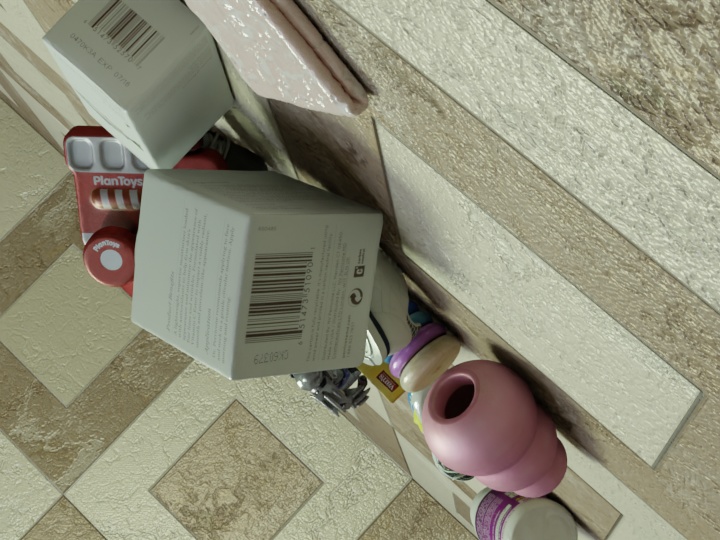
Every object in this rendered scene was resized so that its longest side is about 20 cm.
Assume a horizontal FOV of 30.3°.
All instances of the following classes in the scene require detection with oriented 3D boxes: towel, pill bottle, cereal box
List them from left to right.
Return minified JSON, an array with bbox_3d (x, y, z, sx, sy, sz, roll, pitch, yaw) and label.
[{"bbox_3d":[-0.094,-0.202,1.057,0.191,0.032,0.200,48,171,-26],"label":"towel"},{"bbox_3d":[0.010,0.079,1.645,0.144,0.040,0.200,45,-169,-3],"label":"cereal box"},{"bbox_3d":[0.233,0.376,1.963,0.112,0.112,0.200,46,170,-12],"label":"pill bottle"}]

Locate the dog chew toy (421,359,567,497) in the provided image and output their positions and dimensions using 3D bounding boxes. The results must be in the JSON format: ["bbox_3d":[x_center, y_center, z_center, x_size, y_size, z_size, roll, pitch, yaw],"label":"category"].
[{"bbox_3d":[0.155,0.182,1.437,0.200,0.125,0.124,41,174,-38],"label":"dog chew toy"}]

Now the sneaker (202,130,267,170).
[{"bbox_3d":[-0.190,-0.148,1.494,0.199,0.075,0.116,10,143,-17],"label":"sneaker"}]

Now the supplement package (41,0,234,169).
[{"bbox_3d":[-0.216,-0.197,1.327,0.117,0.117,0.200,40,171,11],"label":"supplement package"}]

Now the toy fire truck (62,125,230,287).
[{"bbox_3d":[-0.223,-0.078,1.463,0.112,0.199,0.169,-69,-22,-62],"label":"toy fire truck"}]

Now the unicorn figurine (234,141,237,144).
[{"bbox_3d":[-0.215,-0.135,1.645,0.199,0.138,0.074,14,158,35],"label":"unicorn figurine"}]

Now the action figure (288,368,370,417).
[{"bbox_3d":[-0.043,0.112,1.593,0.130,0.069,0.200,54,-173,4],"label":"action figure"}]

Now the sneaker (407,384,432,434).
[{"bbox_3d":[0.092,0.184,1.833,0.105,0.076,0.200,38,170,34],"label":"sneaker"}]

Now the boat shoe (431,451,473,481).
[{"bbox_3d":[0.151,0.277,2.000,0.068,0.073,0.200,55,170,38],"label":"boat shoe"}]

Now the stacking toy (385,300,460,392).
[{"bbox_3d":[0.023,0.043,1.534,0.200,0.085,0.085,48,173,19],"label":"stacking toy"}]

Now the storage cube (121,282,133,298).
[{"bbox_3d":[-0.166,-0.003,1.667,0.200,0.171,0.180,-4,137,50],"label":"storage cube"}]

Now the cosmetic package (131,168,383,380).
[{"bbox_3d":[-0.108,-0.003,1.335,0.164,0.166,0.200,-3,-162,-39],"label":"cosmetic package"}]

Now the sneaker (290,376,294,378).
[{"bbox_3d":[-0.041,0.102,1.810,0.200,0.140,0.078,44,-171,22],"label":"sneaker"}]

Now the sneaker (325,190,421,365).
[{"bbox_3d":[0.000,0.000,1.431,0.076,0.080,0.201,7,123,55],"label":"sneaker"}]
